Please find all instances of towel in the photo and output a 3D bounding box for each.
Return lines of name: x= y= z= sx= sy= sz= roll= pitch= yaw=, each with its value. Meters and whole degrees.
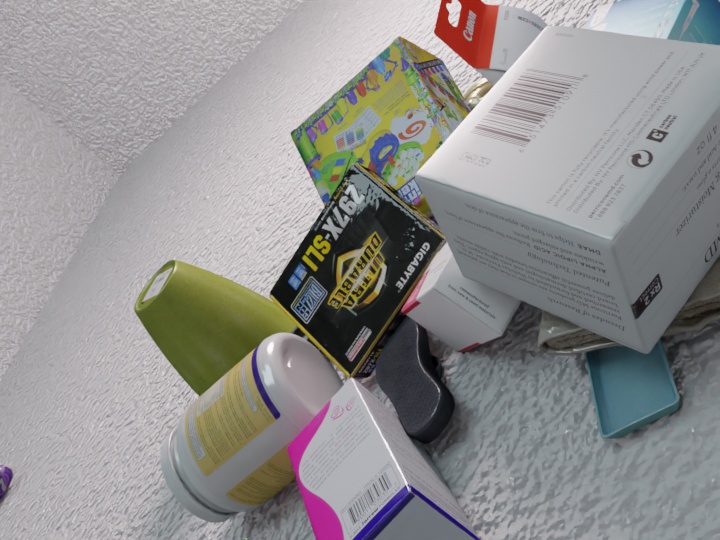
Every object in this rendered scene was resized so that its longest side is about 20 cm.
towel: x=0.249 y=0.000 z=0.710 sx=0.198 sy=0.035 sz=0.133 roll=-18 pitch=34 yaw=34

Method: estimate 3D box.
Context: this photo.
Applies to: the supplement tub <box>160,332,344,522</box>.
supplement tub: x=-0.121 y=0.185 z=0.968 sx=0.199 sy=0.145 sz=0.146 roll=-40 pitch=26 yaw=19

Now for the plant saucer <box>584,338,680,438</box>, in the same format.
plant saucer: x=0.225 y=0.057 z=0.720 sx=0.070 sy=0.019 sz=0.201 roll=-36 pitch=27 yaw=28

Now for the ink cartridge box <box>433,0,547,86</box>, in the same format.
ink cartridge box: x=0.187 y=-0.286 z=1.051 sx=0.057 sy=0.199 sz=0.164 roll=-31 pitch=30 yaw=37

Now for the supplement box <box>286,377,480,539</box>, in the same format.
supplement box: x=0.014 y=0.203 z=0.765 sx=0.101 sy=0.103 sz=0.200 roll=-47 pitch=26 yaw=5

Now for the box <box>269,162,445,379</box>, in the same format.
box: x=0.000 y=0.000 z=0.996 sx=0.160 sy=0.049 sz=0.201 roll=43 pitch=107 yaw=28

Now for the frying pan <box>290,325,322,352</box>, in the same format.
frying pan: x=-0.064 y=0.076 z=1.165 sx=0.114 sy=0.031 sz=0.191 roll=-27 pitch=29 yaw=40

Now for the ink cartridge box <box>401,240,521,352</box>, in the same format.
ink cartridge box: x=0.138 y=-0.029 z=0.854 sx=0.201 sy=0.084 sz=0.145 roll=-57 pitch=1 yaw=-15

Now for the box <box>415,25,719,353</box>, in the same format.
box: x=0.188 y=-0.076 z=0.678 sx=0.199 sy=0.131 sz=0.199 roll=25 pitch=67 yaw=44

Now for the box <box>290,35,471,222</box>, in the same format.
box: x=0.047 y=-0.148 z=1.077 sx=0.199 sy=0.121 sz=0.194 roll=-35 pitch=70 yaw=27

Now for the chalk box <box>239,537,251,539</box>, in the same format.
chalk box: x=-0.109 y=0.336 z=0.756 sx=0.124 sy=0.124 sz=0.201 roll=-36 pitch=28 yaw=25

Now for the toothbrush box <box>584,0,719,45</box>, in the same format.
toothbrush box: x=0.289 y=-0.201 z=0.898 sx=0.146 sy=0.085 sz=0.201 roll=-5 pitch=49 yaw=56

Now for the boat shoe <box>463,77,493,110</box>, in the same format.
boat shoe: x=0.153 y=-0.192 z=1.145 sx=0.200 sy=0.073 sz=0.063 roll=-41 pitch=29 yaw=43

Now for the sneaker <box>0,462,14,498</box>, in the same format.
sneaker: x=-0.802 y=0.502 z=1.781 sx=0.201 sy=0.080 sz=0.083 roll=-58 pitch=37 yaw=3

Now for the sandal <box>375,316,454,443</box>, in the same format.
sandal: x=0.060 y=0.118 z=0.884 sx=0.076 sy=0.043 sz=0.201 roll=-51 pitch=22 yaw=17

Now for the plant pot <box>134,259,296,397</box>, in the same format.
plant pot: x=-0.224 y=0.081 z=1.225 sx=0.187 sy=0.200 sz=0.188 roll=-38 pitch=26 yaw=23
